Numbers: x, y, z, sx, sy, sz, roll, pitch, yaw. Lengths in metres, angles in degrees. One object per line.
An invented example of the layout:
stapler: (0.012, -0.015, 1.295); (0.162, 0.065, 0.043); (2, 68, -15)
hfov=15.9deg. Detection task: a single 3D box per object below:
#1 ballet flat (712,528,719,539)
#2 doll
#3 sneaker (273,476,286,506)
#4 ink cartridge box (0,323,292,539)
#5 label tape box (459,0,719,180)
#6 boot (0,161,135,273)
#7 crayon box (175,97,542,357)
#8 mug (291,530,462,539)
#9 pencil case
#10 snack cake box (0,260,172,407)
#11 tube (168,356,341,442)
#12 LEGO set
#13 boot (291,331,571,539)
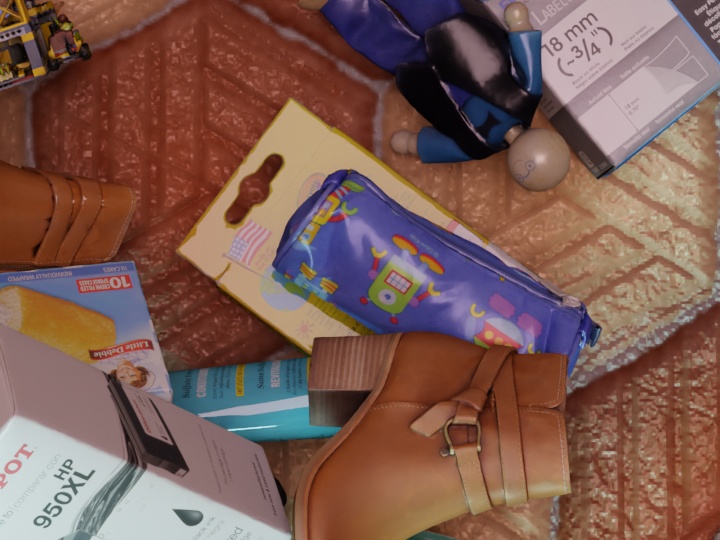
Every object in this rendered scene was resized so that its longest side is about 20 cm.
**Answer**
ballet flat: (0.232, 0.206, 1.603); (0.072, 0.072, 0.200); (43, 83, 1)
doll: (0.053, -0.123, 1.606); (0.200, 0.048, 0.136); (43, 123, 10)
sneaker: (-0.097, 0.209, 1.582); (0.091, 0.076, 0.200); (13, 97, -27)
ink cartridge box: (-0.163, 0.136, 1.444); (0.200, 0.084, 0.145); (28, 114, -34)
label tape box: (0.148, -0.180, 1.634); (0.144, 0.063, 0.200); (-39, 88, -6)
boot: (-0.205, -0.046, 1.525); (0.155, 0.200, 0.074); (4, 67, -23)
crayon box: (0.000, 0.000, 1.616); (0.200, 0.051, 0.127); (37, 85, 0)
mug: (0.009, 0.207, 1.534); (0.152, 0.185, 0.114); (8, 80, 34)
pencil case: (0.047, 0.013, 1.551); (0.200, 0.078, 0.087); (31, 113, -1)
snack cake box: (-0.218, 0.064, 1.499); (0.200, 0.067, 0.115); (-6, 42, -16)
tube: (-0.092, 0.083, 1.565); (0.200, 0.077, 0.050); (-5, 112, 3)
LEGO set: (-0.273, -0.154, 1.564); (0.200, 0.154, 0.116); (-17, 99, 6)
boot: (0.042, 0.124, 1.463); (0.155, 0.074, 0.200); (3, 67, 4)
